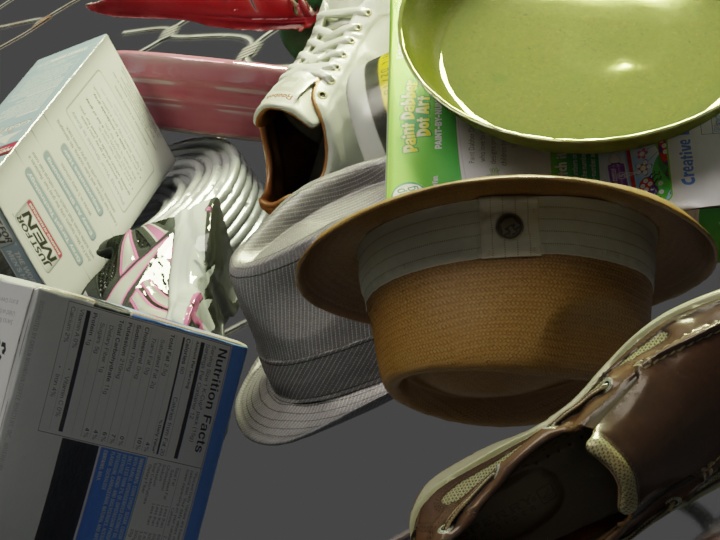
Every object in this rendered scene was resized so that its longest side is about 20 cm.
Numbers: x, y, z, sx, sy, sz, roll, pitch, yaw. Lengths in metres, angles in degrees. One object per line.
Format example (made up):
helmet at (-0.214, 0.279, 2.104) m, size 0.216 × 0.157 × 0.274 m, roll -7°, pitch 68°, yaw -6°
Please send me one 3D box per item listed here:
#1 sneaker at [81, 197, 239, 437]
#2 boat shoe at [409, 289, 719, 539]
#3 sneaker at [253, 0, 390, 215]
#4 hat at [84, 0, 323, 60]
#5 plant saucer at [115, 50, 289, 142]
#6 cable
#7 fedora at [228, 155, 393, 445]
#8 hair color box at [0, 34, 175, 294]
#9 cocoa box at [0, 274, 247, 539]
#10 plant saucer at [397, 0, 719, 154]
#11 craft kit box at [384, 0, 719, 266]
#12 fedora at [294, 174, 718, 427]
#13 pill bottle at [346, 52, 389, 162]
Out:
sneaker at (-0.120, 0.040, 1.266) m, size 0.086 × 0.081 × 0.200 m, roll -11°, pitch 29°, yaw 10°
boat shoe at (0.111, 0.078, 0.927) m, size 0.202 × 0.075 × 0.075 m, roll -37°, pitch 6°, yaw 9°
sneaker at (-0.017, -0.116, 1.390) m, size 0.073 × 0.085 × 0.201 m, roll -4°, pitch 69°, yaw 38°
hat at (-0.035, -0.144, 1.533) m, size 0.176 × 0.166 × 0.200 m, roll -43°, pitch 59°, yaw 0°
plant saucer at (-0.075, -0.113, 1.530) m, size 0.200 × 0.051 × 0.201 m, roll 6°, pitch 2°, yaw 0°
cable at (-0.148, -0.008, 1.462) m, size 0.199 × 0.069 × 0.200 m, roll -21°, pitch 22°, yaw 18°
fedora at (0.000, 0.000, 1.226) m, size 0.200 × 0.090 × 0.177 m, roll -26°, pitch 20°, yaw 6°
hair color box at (-0.189, -0.053, 1.384) m, size 0.060 × 0.099 × 0.200 m, roll -17°, pitch 24°, yaw 25°
cocoa box at (-0.175, 0.073, 1.133) m, size 0.200 × 0.131 × 0.134 m, roll 10°, pitch 84°, yaw 51°
plant saucer at (0.119, -0.123, 1.162) m, size 0.199 × 0.031 × 0.200 m, roll -4°, pitch 45°, yaw 4°
craft kit box at (0.112, -0.082, 1.173) m, size 0.197 × 0.049 × 0.200 m, roll -1°, pitch 45°, yaw 4°
fedora at (0.069, 0.023, 1.055) m, size 0.200 × 0.200 × 0.082 m, roll -16°, pitch 65°, yaw 30°
pill bottle at (0.102, -0.104, 1.313) m, size 0.199 × 0.112 × 0.111 m, roll -23°, pitch 21°, yaw 15°
